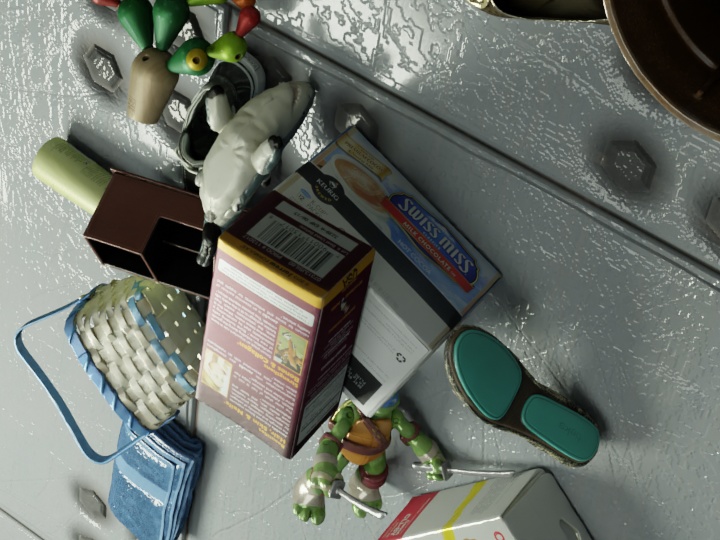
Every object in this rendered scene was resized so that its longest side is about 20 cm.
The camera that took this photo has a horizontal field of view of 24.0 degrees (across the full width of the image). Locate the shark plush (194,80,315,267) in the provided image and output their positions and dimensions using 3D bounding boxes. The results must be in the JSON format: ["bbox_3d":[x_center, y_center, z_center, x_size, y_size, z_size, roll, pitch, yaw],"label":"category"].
[{"bbox_3d":[-0.100,-0.081,1.556,0.090,0.083,0.202,28,116,26],"label":"shark plush"}]

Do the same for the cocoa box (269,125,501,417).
[{"bbox_3d":[0.000,0.000,1.536,0.200,0.131,0.134,45,138,3],"label":"cocoa box"}]

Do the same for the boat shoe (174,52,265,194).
[{"bbox_3d":[-0.147,-0.125,1.617,0.072,0.071,0.201,35,139,15],"label":"boat shoe"}]

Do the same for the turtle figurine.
[{"bbox_3d":[0.012,0.209,1.685,0.200,0.144,0.194,44,144,11],"label":"turtle figurine"}]

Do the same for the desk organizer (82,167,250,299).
[{"bbox_3d":[-0.164,-0.026,1.662,0.198,0.078,0.072,17,159,17],"label":"desk organizer"}]

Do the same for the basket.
[{"bbox_3d":[-0.257,0.101,1.827,0.199,0.139,0.177,-28,102,18],"label":"basket"}]

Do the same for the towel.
[{"bbox_3d":[-0.250,0.249,2.024,0.111,0.048,0.201,36,139,16],"label":"towel"}]

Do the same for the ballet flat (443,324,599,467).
[{"bbox_3d":[0.131,0.115,1.525,0.199,0.068,0.075,37,165,-27],"label":"ballet flat"}]

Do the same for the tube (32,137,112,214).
[{"bbox_3d":[-0.257,-0.068,1.770,0.199,0.058,0.052,33,146,20],"label":"tube"}]

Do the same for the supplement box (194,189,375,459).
[{"bbox_3d":[-0.068,0.049,1.465,0.110,0.086,0.201,30,135,18],"label":"supplement box"}]

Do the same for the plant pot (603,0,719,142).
[{"bbox_3d":[0.285,-0.209,1.064,0.199,0.198,0.202,24,135,27],"label":"plant pot"}]

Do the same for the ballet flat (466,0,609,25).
[{"bbox_3d":[0.151,-0.215,1.297,0.198,0.046,0.068,15,129,34],"label":"ballet flat"}]

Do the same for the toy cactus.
[{"bbox_3d":[-0.180,-0.212,1.539,0.199,0.102,0.167,30,114,25],"label":"toy cactus"}]

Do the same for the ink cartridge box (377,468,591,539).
[{"bbox_3d":[0.131,0.290,1.685,0.199,0.083,0.146,-23,104,49],"label":"ink cartridge box"}]
